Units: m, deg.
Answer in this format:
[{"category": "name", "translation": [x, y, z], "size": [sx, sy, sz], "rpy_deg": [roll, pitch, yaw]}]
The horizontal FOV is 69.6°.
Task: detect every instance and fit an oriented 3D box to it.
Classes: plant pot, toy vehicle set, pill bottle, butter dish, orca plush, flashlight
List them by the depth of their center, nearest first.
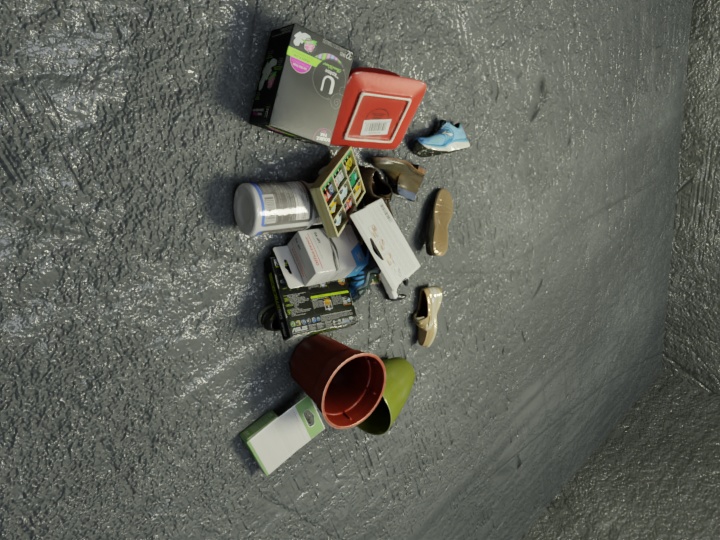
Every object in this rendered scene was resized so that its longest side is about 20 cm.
[{"category": "pill bottle", "translation": [-0.169, -0.142, 1.154], "size": [0.199, 0.114, 0.115], "rpy_deg": [-10, 113, -38]}, {"category": "toy vehicle set", "translation": [-0.047, -0.183, 1.183], "size": [0.200, 0.026, 0.125], "rpy_deg": [-63, 142, -46]}, {"category": "butter dish", "translation": [0.019, -0.397, 1.203], "size": [0.199, 0.148, 0.200], "rpy_deg": [-3, 144, -26]}, {"category": "flashlight", "translation": [-0.048, -0.176, 1.279], "size": [0.200, 0.067, 0.068], "rpy_deg": [58, 32, -40]}, {"category": "plant pot", "translation": [-0.072, 0.268, 1.333], "size": [0.200, 0.195, 0.202], "rpy_deg": [-16, 116, -36]}, {"category": "orca plush", "translation": [0.099, 0.009, 1.439], "size": [0.071, 0.105, 0.200], "rpy_deg": [-63, 145, -28]}, {"category": "plant pot", "translation": [0.067, 0.340, 1.510], "size": [0.200, 0.186, 0.188], "rpy_deg": [-31, 125, -46]}]

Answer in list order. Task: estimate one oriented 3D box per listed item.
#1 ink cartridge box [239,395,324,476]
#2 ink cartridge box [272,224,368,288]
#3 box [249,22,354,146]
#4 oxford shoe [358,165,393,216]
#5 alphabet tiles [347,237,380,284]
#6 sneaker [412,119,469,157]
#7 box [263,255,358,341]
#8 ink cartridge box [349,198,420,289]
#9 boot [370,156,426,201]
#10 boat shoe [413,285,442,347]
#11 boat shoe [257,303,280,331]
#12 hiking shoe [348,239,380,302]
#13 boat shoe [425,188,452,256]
[{"category": "ink cartridge box", "translation": [-0.204, 0.429, 1.382], "size": [0.200, 0.048, 0.146], "rpy_deg": [-35, 126, -26]}, {"category": "ink cartridge box", "translation": [-0.093, -0.036, 1.233], "size": [0.199, 0.068, 0.117], "rpy_deg": [-12, 69, -39]}, {"category": "box", "translation": [-0.125, -0.380, 1.085], "size": [0.148, 0.124, 0.201], "rpy_deg": [12, 99, -34]}, {"category": "oxford shoe", "translation": [0.048, -0.180, 1.339], "size": [0.073, 0.084, 0.200], "rpy_deg": [-57, 136, -25]}, {"category": "alphabet tiles", "translation": [0.032, -0.033, 1.404], "size": [0.199, 0.006, 0.167], "rpy_deg": [2, 122, -40]}, {"category": "sneaker", "translation": [0.216, -0.368, 1.437], "size": [0.199, 0.078, 0.091], "rpy_deg": [-18, 98, -38]}, {"category": "box", "translation": [-0.117, 0.055, 1.254], "size": [0.199, 0.047, 0.194], "rpy_deg": [-9, 75, -38]}, {"category": "ink cartridge box", "translation": [0.051, -0.061, 1.243], "size": [0.201, 0.043, 0.173], "rpy_deg": [60, 36, -3]}, {"category": "boot", "translation": [0.097, -0.242, 1.367], "size": [0.199, 0.075, 0.098], "rpy_deg": [4, 100, -43]}, {"category": "boat shoe", "translation": [0.197, 0.143, 1.604], "size": [0.069, 0.074, 0.201], "rpy_deg": [0, 105, -28]}, {"category": "boat shoe", "translation": [-0.155, 0.090, 1.287], "size": [0.201, 0.060, 0.072], "rpy_deg": [-32, 124, -27]}, {"category": "hiking shoe", "translation": [0.000, 0.000, 1.357], "size": [0.200, 0.086, 0.074], "rpy_deg": [-54, -177, 35]}, {"category": "boat shoe", "translation": [0.223, -0.139, 1.519], "size": [0.072, 0.065, 0.201], "rpy_deg": [11, 80, -33]}]
